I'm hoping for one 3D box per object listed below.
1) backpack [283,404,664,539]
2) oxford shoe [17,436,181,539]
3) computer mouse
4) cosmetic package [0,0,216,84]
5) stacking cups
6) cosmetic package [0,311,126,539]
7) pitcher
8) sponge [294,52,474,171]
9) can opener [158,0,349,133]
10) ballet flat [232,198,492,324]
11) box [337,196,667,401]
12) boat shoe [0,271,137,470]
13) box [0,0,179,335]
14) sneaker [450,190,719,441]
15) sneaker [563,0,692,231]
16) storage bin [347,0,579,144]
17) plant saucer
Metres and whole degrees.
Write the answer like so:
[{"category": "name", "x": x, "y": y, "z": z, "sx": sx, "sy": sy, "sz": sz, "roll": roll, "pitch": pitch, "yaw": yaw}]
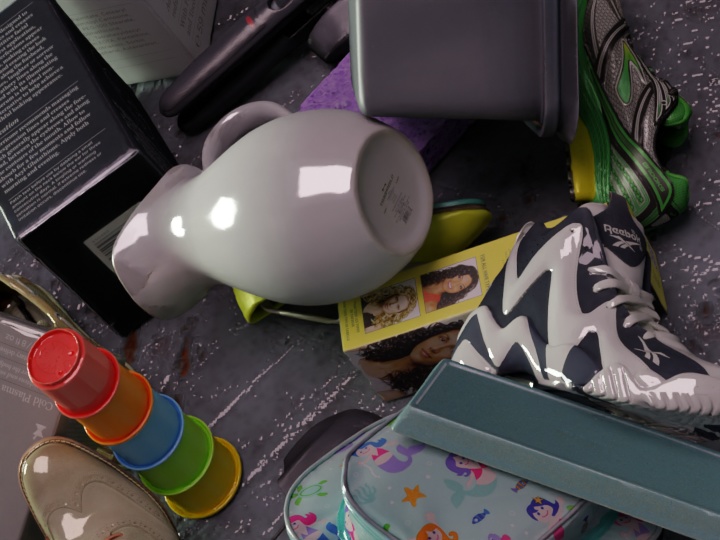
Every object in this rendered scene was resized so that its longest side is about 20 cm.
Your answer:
[{"category": "backpack", "x": 0.054, "y": 0.159, "z": 1.073, "sx": 0.199, "sy": 0.152, "sz": 0.177, "roll": 22, "pitch": 42, "yaw": 40}, {"category": "oxford shoe", "x": -0.140, "y": 0.182, "z": 1.153, "sx": 0.071, "sy": 0.074, "sz": 0.200, "roll": -43, "pitch": 86, "yaw": -5}, {"category": "computer mouse", "x": -0.044, "y": 0.150, "z": 1.154, "sx": 0.058, "sy": 0.034, "sz": 0.200, "roll": 37, "pitch": 54, "yaw": 12}, {"category": "cosmetic package", "x": -0.221, "y": -0.261, "z": 1.430, "sx": 0.165, "sy": 0.200, "sz": 0.168, "roll": -5, "pitch": 61, "yaw": 23}, {"category": "stacking cups", "x": -0.148, "y": 0.095, "z": 1.184, "sx": 0.060, "sy": 0.200, "sz": 0.061, "roll": -13, "pitch": 57, "yaw": 21}, {"category": "cosmetic package", "x": -0.243, "y": 0.133, "z": 1.236, "sx": 0.106, "sy": 0.090, "sz": 0.201, "roll": 16, "pitch": 87, "yaw": 17}, {"category": "pitcher", "x": -0.047, "y": -0.055, "z": 1.209, "sx": 0.199, "sy": 0.121, "sz": 0.172, "roll": -10, "pitch": 49, "yaw": 40}, {"category": "sponge", "x": 0.040, "y": -0.136, "z": 1.335, "sx": 0.200, "sy": 0.030, "sz": 0.111, "roll": -48, "pitch": 54, "yaw": -6}, {"category": "can opener", "x": -0.068, "y": -0.174, "z": 1.388, "sx": 0.199, "sy": 0.063, "sz": 0.079, "roll": -33, "pitch": 47, "yaw": 6}, {"category": "ballet flat", "x": 0.000, "y": 0.000, "z": 1.262, "sx": 0.199, "sy": 0.067, "sz": 0.068, "roll": -9, "pitch": 79, "yaw": 25}, {"category": "box", "x": 0.090, "y": 0.021, "z": 1.191, "sx": 0.199, "sy": 0.075, "sz": 0.050, "roll": -20, "pitch": 53, "yaw": 16}, {"category": "boat shoe", "x": -0.216, "y": 0.067, "z": 1.313, "sx": 0.072, "sy": 0.076, "sz": 0.200, "roll": -48, "pitch": 53, "yaw": -7}, {"category": "box", "x": -0.203, "y": -0.080, "z": 1.348, "sx": 0.107, "sy": 0.149, "sz": 0.200, "roll": -35, "pitch": 52, "yaw": 3}, {"category": "sneaker", "x": 0.150, "y": 0.018, "z": 1.066, "sx": 0.198, "sy": 0.079, "sz": 0.130, "roll": 8, "pitch": 75, "yaw": 51}, {"category": "sneaker", "x": 0.176, "y": -0.113, "z": 1.235, "sx": 0.085, "sy": 0.078, "sz": 0.201, "roll": -10, "pitch": 67, "yaw": 13}, {"category": "storage bin", "x": 0.060, "y": -0.159, "z": 1.192, "sx": 0.133, "sy": 0.200, "sz": 0.147, "roll": -2, "pitch": 102, "yaw": -2}, {"category": "plant saucer", "x": 0.120, "y": 0.096, "z": 1.020, "sx": 0.199, "sy": 0.019, "sz": 0.070, "roll": 18, "pitch": 32, "yaw": 17}]
